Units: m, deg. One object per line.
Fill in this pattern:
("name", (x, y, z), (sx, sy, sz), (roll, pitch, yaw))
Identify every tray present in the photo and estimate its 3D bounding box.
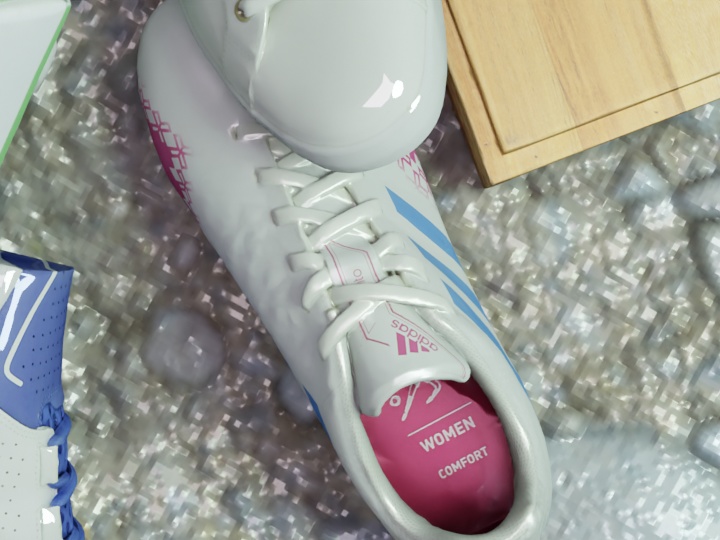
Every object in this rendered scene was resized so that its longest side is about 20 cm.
("tray", (0.049, -0.137, 0.843), (0.098, 0.037, 0.201), (-21, 90, -2))

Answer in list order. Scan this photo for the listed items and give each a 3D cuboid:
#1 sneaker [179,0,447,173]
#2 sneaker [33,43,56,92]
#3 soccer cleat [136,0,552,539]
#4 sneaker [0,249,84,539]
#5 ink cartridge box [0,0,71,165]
("sneaker", (-0.040, -0.121, 0.786), (0.073, 0.085, 0.201), (-28, 70, 13))
("sneaker", (-0.133, -0.153, 0.806), (0.201, 0.074, 0.118), (48, 65, -2))
("soccer cleat", (0.000, 0.000, 0.817), (0.070, 0.086, 0.201), (-31, 91, -1))
("sneaker", (-0.101, 0.096, 0.825), (0.115, 0.081, 0.200), (17, 97, -6))
("ink cartridge box", (-0.200, -0.059, 0.740), (0.200, 0.084, 0.147), (34, 112, 15))
